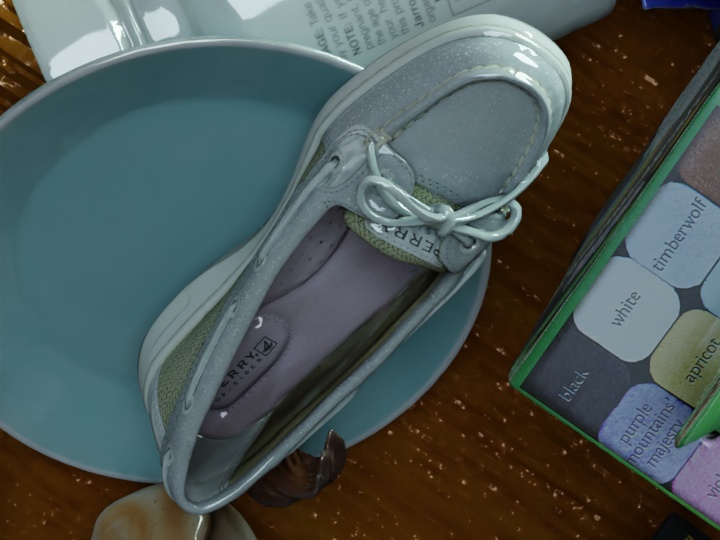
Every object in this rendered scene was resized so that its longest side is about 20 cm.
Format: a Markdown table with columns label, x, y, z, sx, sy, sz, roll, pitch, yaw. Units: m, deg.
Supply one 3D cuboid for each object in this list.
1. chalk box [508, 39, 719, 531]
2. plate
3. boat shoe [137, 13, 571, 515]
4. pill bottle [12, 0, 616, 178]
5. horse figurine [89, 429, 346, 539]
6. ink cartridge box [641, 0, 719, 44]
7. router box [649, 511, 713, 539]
| label | x | y | z | sx | sy | sz | roll | pitch | yaw |
| --- | --- | --- | --- | --- | --- | --- | --- | --- | --- |
| chalk box | 0.136 | 0.009 | 0.831 | 0.124 | 0.200 | 0.125 | 35 | 109 | 1 |
| plate | -0.054 | -0.004 | 0.915 | 0.199 | 0.201 | 0.026 | -10 | 41 | -1 |
| boat shoe | -0.002 | 0.000 | 0.868 | 0.074 | 0.065 | 0.202 | 31 | 118 | -30 |
| pill bottle | -0.019 | -0.106 | 0.933 | 0.199 | 0.114 | 0.115 | -24 | 85 | -2 |
| horse figurine | -0.081 | 0.128 | 0.925 | 0.200 | 0.132 | 0.050 | -46 | 130 | -4 |
| ink cartridge box | 0.195 | -0.133 | 0.959 | 0.199 | 0.076 | 0.137 | -11 | 85 | 0 |
| router box | 0.113 | 0.199 | 0.877 | 0.157 | 0.052 | 0.200 | 36 | 50 | 9 |
